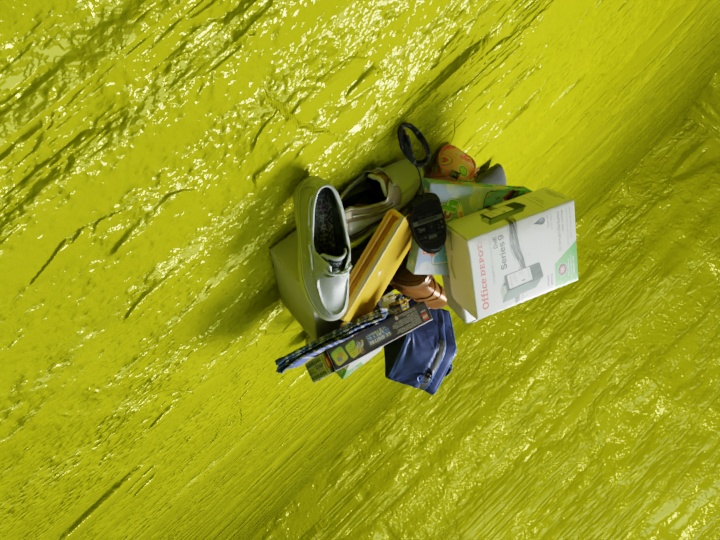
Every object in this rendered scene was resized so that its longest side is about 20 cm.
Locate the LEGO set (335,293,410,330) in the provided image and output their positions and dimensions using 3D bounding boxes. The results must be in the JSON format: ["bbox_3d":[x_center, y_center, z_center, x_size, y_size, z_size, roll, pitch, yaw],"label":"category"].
[{"bbox_3d":[-0.008,0.065,1.205,0.195,0.119,0.153,-19,178,-19],"label":"LEGO set"}]

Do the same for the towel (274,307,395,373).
[{"bbox_3d":[-0.037,0.114,1.041,0.196,0.024,0.145,-27,172,7],"label":"towel"}]

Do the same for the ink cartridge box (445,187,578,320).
[{"bbox_3d":[0.245,-0.028,1.033,0.195,0.084,0.149,-20,116,-13],"label":"ink cartridge box"}]

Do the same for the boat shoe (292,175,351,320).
[{"bbox_3d":[-0.047,-0.023,0.859,0.068,0.071,0.207,-16,109,-23],"label":"boat shoe"}]

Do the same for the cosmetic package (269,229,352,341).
[{"bbox_3d":[-0.075,0.024,1.015,0.084,0.108,0.201,-37,162,-18],"label":"cosmetic package"}]

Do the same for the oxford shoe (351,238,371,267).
[{"bbox_3d":[0.000,0.000,1.195,0.198,0.072,0.072,-36,166,-28],"label":"oxford shoe"}]

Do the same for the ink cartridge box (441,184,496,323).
[{"bbox_3d":[0.219,-0.030,1.162,0.142,0.084,0.204,-22,119,-12],"label":"ink cartridge box"}]

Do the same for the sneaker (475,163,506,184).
[{"bbox_3d":[0.275,-0.151,1.454,0.105,0.075,0.201,-35,159,-19],"label":"sneaker"}]

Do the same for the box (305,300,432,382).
[{"bbox_3d":[0.014,0.116,1.037,0.197,0.035,0.110,-24,172,-29],"label":"box"}]

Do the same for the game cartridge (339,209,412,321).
[{"bbox_3d":[0.025,0.001,1.022,0.179,0.032,0.200,-59,170,0],"label":"game cartridge"}]

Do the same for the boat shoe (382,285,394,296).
[{"bbox_3d":[0.013,0.048,1.319,0.198,0.072,0.073,-36,161,-24],"label":"boat shoe"}]

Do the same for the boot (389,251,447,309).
[{"bbox_3d":[0.122,0.031,1.240,0.078,0.154,0.199,-60,-156,-13],"label":"boot"}]

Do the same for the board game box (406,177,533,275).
[{"bbox_3d":[0.182,-0.068,1.061,0.194,0.037,0.156,1,111,-21],"label":"board game box"}]

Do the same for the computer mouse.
[{"bbox_3d":[0.091,-0.125,0.977,0.057,0.206,0.034,-15,-167,-8],"label":"computer mouse"}]

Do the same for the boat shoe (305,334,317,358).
[{"bbox_3d":[-0.019,0.148,1.329,0.195,0.075,0.067,-17,-153,5],"label":"boat shoe"}]

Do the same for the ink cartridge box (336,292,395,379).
[{"bbox_3d":[0.004,0.142,1.488,0.145,0.084,0.202,-33,159,-34],"label":"ink cartridge box"}]

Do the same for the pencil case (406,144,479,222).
[{"bbox_3d":[0.150,-0.137,1.193,0.087,0.088,0.202,-30,158,-35],"label":"pencil case"}]

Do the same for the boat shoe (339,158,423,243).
[{"bbox_3d":[0.031,-0.119,0.983,0.199,0.074,0.069,-42,159,-28],"label":"boat shoe"}]

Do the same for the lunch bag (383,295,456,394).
[{"bbox_3d":[0.131,0.158,1.337,0.202,0.129,0.138,-89,-160,-59],"label":"lunch bag"}]
